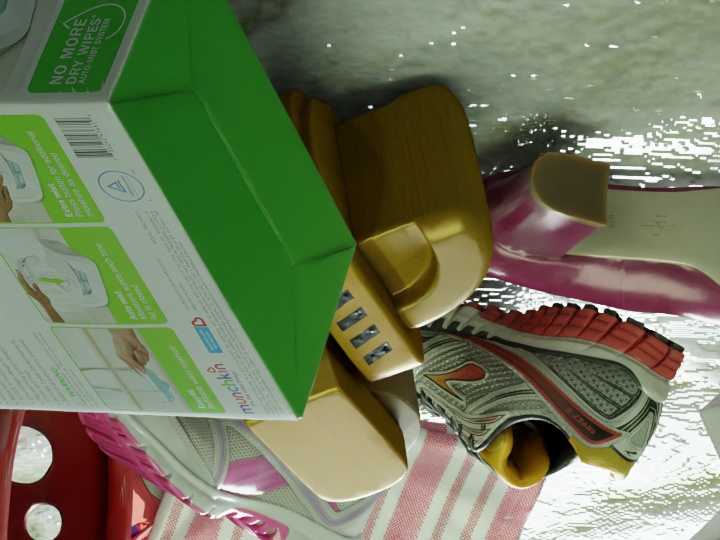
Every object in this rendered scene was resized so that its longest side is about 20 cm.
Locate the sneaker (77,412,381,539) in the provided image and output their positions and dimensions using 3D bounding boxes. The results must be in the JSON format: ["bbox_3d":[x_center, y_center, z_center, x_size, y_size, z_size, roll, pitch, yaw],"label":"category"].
[{"bbox_3d":[-0.061,0.082,1.401,0.081,0.088,0.200,26,175,46],"label":"sneaker"}]

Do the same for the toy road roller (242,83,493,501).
[{"bbox_3d":[0.000,0.000,1.259,0.146,0.123,0.200,-20,142,14],"label":"toy road roller"}]

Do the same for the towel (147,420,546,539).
[{"bbox_3d":[-0.010,0.141,1.499,0.200,0.030,0.147,11,115,-13],"label":"towel"}]

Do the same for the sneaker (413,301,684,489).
[{"bbox_3d":[0.061,0.060,1.350,0.200,0.082,0.078,1,158,47],"label":"sneaker"}]

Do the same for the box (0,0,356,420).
[{"bbox_3d":[-0.123,-0.033,1.090,0.176,0.097,0.200,1,143,26],"label":"box"}]

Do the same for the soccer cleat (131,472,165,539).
[{"bbox_3d":[-0.083,0.155,1.544,0.200,0.077,0.067,28,140,-34],"label":"soccer cleat"}]

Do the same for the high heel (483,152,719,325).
[{"bbox_3d":[0.139,0.001,1.298,0.200,0.067,0.096,13,157,-23],"label":"high heel"}]

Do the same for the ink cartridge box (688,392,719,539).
[{"bbox_3d":[0.243,0.062,1.323,0.200,0.067,0.116,-22,-175,33],"label":"ink cartridge box"}]

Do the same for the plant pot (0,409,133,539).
[{"bbox_3d":[-0.228,0.117,1.393,0.182,0.201,0.201,3,148,12],"label":"plant pot"}]
